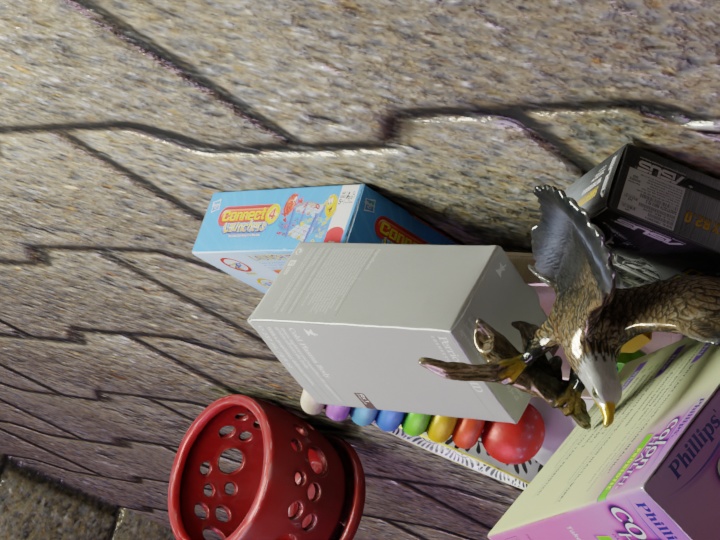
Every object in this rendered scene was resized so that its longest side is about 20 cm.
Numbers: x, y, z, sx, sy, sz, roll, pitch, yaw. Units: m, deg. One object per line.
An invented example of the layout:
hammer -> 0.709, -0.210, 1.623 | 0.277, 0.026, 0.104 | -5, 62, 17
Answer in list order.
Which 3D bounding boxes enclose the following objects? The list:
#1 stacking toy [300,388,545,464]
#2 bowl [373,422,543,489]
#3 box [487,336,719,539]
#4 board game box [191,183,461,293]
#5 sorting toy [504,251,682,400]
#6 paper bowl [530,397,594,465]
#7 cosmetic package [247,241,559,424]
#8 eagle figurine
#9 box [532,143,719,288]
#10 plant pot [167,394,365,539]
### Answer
stacking toy -> 0.055, 0.110, 1.635 | 0.199, 0.086, 0.085 | 21, 165, 1
bowl -> 0.109, 0.132, 1.837 | 0.200, 0.094, 0.201 | 24, 173, 3
box -> 0.207, 0.129, 1.280 | 0.097, 0.176, 0.200 | 46, 151, -5
board game box -> 0.000, 0.000, 1.605 | 0.196, 0.056, 0.200 | 31, 161, -36
sorting toy -> 0.151, 0.051, 1.511 | 0.184, 0.037, 0.200 | 3, 151, 8
paper bowl -> 0.218, 0.126, 1.696 | 0.200, 0.105, 0.201 | 17, 163, 5
cosmetic package -> 0.032, 0.042, 1.427 | 0.200, 0.090, 0.107 | 3, 141, 46
eagle figurine -> 0.157, 0.026, 1.256 | 0.151, 0.151, 0.200 | -18, 155, -39
box -> 0.231, -0.009, 1.314 | 0.199, 0.048, 0.158 | 21, 164, -8
plant pot -> -0.104, 0.267, 2.396 | 0.182, 0.201, 0.200 | 21, 166, -35
